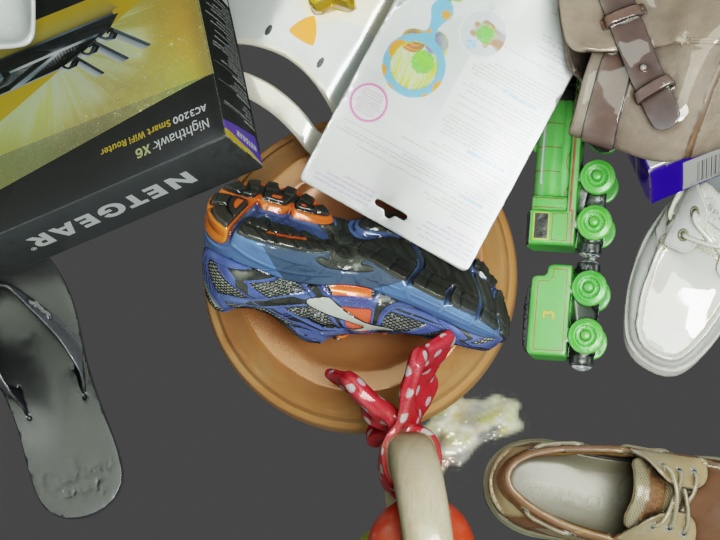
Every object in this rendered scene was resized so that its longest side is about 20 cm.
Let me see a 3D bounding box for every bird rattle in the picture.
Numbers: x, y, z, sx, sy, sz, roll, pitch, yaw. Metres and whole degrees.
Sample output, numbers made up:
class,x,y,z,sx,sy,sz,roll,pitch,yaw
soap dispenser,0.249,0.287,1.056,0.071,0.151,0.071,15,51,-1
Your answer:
class,x,y,z,sx,sy,sz,roll,pitch,yaw
bird rattle,0.038,0.145,1.224,0.112,0.163,0.202,1,113,-10

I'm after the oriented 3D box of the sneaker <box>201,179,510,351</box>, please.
class,x,y,z,sx,sy,sz,roll,pitch,yaw
sneaker,-0.005,0.008,1.271,0.199,0.079,0.076,18,37,-8

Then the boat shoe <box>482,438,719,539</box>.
class,x,y,z,sx,sy,sz,roll,pitch,yaw
boat shoe,0.173,0.142,1.278,0.198,0.072,0.076,4,81,1

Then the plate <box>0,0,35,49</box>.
class,x,y,z,sx,sy,sz,roll,pitch,yaw
plate,-0.292,-0.226,1.300,0.198,0.032,0.201,-3,82,7

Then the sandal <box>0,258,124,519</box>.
class,x,y,z,sx,sy,sz,roll,pitch,yaw
sandal,-0.201,0.056,1.309,0.076,0.043,0.201,-28,82,-4

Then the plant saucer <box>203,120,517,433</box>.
class,x,y,z,sx,sy,sz,roll,pitch,yaw
plant saucer,0.000,0.000,1.321,0.198,0.037,0.202,0,81,0

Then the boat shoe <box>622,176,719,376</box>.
class,x,y,z,sx,sy,sz,roll,pitch,yaw
boat shoe,0.221,-0.031,1.308,0.070,0.069,0.201,25,82,3

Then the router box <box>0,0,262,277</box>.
class,x,y,z,sx,sy,sz,roll,pitch,yaw
router box,-0.168,-0.103,1.281,0.199,0.052,0.158,-22,64,17

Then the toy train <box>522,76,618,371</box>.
class,x,y,z,sx,sy,sz,roll,pitch,yaw
toy train,0.132,-0.038,1.326,0.056,0.042,0.202,3,80,12

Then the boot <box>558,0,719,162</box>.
class,x,y,z,sx,sy,sz,roll,pitch,yaw
boot,0.185,-0.161,1.218,0.145,0.070,0.202,0,74,7

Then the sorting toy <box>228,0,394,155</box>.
class,x,y,z,sx,sy,sz,roll,pitch,yaw
sorting toy,-0.018,-0.166,1.314,0.199,0.107,0.181,31,83,5

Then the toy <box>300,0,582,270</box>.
class,x,y,z,sx,sy,sz,roll,pitch,yaw
toy,0.062,-0.115,1.268,0.115,0.047,0.201,29,94,3

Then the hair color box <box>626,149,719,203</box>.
class,x,y,z,sx,sy,sz,roll,pitch,yaw
hair color box,0.187,-0.156,1.286,0.109,0.065,0.201,-22,70,1
